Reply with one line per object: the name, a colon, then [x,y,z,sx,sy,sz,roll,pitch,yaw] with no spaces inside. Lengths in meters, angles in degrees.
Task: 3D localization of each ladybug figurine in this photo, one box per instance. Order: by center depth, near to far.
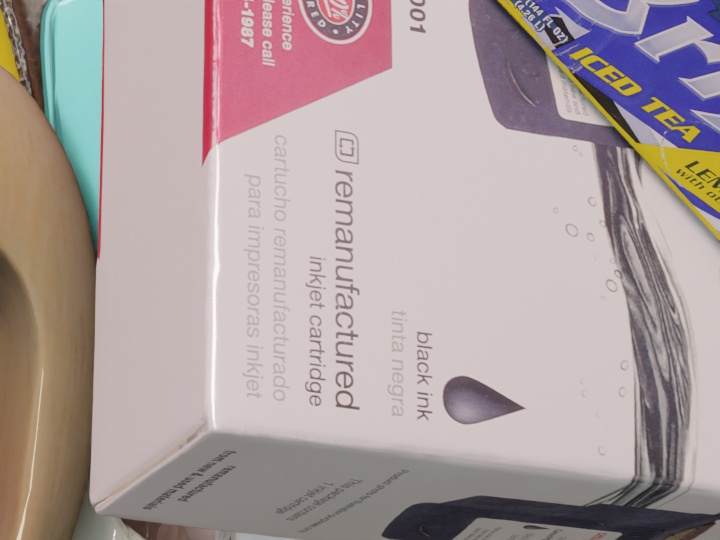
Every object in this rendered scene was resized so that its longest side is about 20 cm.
ladybug figurine: [-0.136,0.030,0.731,0.135,0.072,0.202,7,96,-35]

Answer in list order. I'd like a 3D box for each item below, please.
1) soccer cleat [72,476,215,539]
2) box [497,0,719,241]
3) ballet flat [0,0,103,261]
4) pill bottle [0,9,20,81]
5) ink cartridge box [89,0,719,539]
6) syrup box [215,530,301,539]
soccer cleat: [-0.075,0.112,0.815,0.077,0.069,0.202,-15,69,41]
box: [0.117,-0.038,0.667,0.200,0.070,0.064,46,54,-3]
ballet flat: [-0.073,-0.088,0.780,0.067,0.075,0.202,-6,98,-1]
pill bottle: [-0.141,-0.092,0.832,0.110,0.111,0.202,-10,86,7]
ink cartridge box: [0.039,-0.006,0.708,0.199,0.084,0.146,9,68,-24]
syrup box: [0.000,0.000,0.792,0.078,0.082,0.202,2,69,-7]
